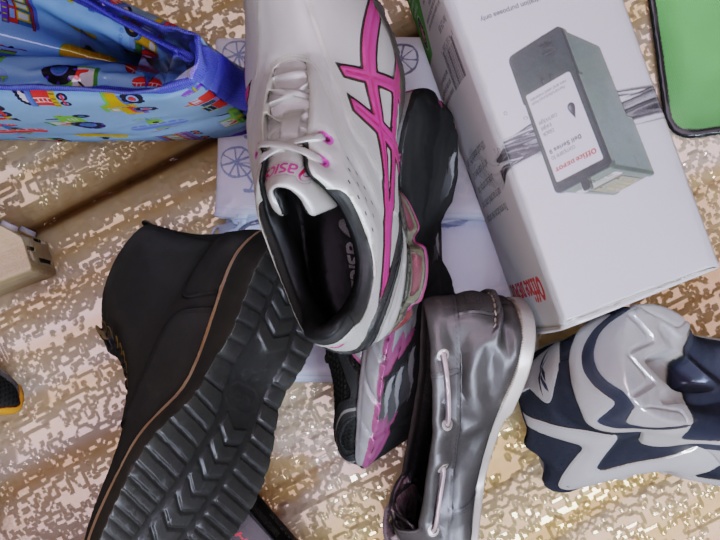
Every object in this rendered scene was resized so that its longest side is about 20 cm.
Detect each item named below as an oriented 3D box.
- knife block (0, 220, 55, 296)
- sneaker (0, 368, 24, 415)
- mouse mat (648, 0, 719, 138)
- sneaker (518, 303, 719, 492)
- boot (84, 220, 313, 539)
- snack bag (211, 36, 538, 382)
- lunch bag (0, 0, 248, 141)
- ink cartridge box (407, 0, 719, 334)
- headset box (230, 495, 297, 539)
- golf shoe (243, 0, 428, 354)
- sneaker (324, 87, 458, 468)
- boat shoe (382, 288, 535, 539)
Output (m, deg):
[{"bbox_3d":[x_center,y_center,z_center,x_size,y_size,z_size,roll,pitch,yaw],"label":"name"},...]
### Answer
[{"bbox_3d":[-0.292,0.022,0.836,0.198,0.064,0.177,25,89,2],"label":"knife block"},{"bbox_3d":[-0.245,0.134,0.826,0.077,0.078,0.202,19,91,-11],"label":"sneaker"},{"bbox_3d":[0.238,-0.183,0.862,0.159,0.008,0.202,-7,86,1],"label":"mouse mat"},{"bbox_3d":[0.157,0.082,0.821,0.198,0.129,0.080,17,69,-37],"label":"sneaker"},{"bbox_3d":[-0.108,0.067,0.790,0.077,0.138,0.201,46,65,-38],"label":"boot"},{"bbox_3d":[0.009,-0.031,0.853,0.186,0.021,0.202,1,88,1],"label":"snack bag"},{"bbox_3d":[-0.140,-0.103,0.782,0.198,0.151,0.095,13,88,9],"label":"lunch bag"},{"bbox_3d":[0.095,-0.076,0.773,0.083,0.146,0.202,-19,88,-2],"label":"ink cartridge box"},{"bbox_3d":[-0.103,0.221,0.816,0.200,0.077,0.149,-43,87,0],"label":"headset box"},{"bbox_3d":[-0.017,-0.062,0.711,0.072,0.092,0.202,-13,93,19],"label":"golf shoe"},{"bbox_3d":[0.000,0.000,0.815,0.086,0.080,0.202,11,102,31],"label":"sneaker"},{"bbox_3d":[0.037,0.099,0.798,0.056,0.067,0.202,7,114,-15],"label":"boat shoe"}]
